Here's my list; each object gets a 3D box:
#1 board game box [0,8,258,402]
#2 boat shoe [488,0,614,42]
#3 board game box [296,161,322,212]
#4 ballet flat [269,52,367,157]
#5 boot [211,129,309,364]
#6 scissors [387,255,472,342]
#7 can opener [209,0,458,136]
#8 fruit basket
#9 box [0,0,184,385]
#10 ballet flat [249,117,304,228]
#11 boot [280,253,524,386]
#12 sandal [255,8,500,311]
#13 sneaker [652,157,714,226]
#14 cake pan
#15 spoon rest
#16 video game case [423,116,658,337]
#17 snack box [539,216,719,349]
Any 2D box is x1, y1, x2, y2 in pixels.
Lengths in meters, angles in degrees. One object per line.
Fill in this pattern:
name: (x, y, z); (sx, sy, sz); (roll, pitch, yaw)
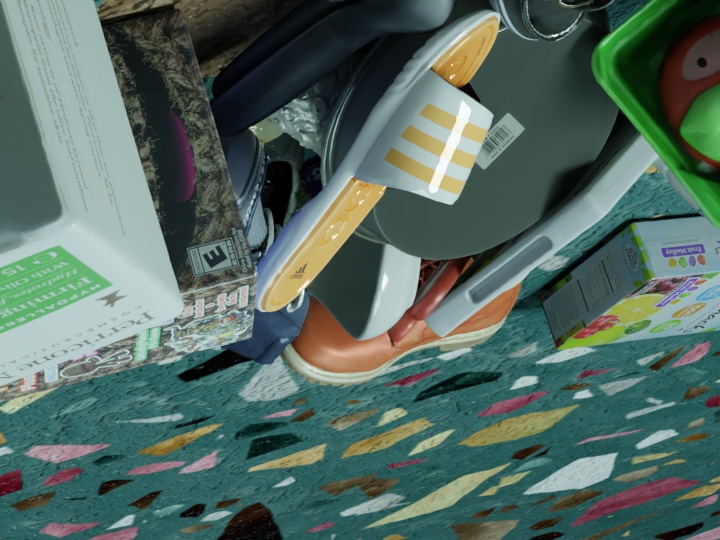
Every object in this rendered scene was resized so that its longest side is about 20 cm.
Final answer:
board game box: (-0.170, -0.028, 1.310); (0.199, 0.160, 0.097); (-15, 161, -10)
boat shoe: (0.109, -0.167, 1.264); (0.070, 0.067, 0.200); (-18, 153, -16)
board game box: (-0.051, -0.022, 1.647); (0.199, 0.032, 0.120); (-27, 157, 27)
ballet flat: (0.022, -0.083, 1.475); (0.072, 0.072, 0.200); (-28, 160, 29)
boot: (-0.064, -0.013, 1.463); (0.090, 0.073, 0.200); (17, 149, -9)
scissors: (0.082, -0.035, 1.598); (0.200, 0.014, 0.073); (-53, -178, -21)
can opener: (-0.014, -0.135, 1.320); (0.200, 0.079, 0.064); (-35, -163, 40)
fruit basket: (0.242, -0.120, 1.354); (0.215, 0.156, 0.216); (-38, 174, -5)
box: (-0.216, -0.053, 1.131); (0.198, 0.201, 0.171); (-21, 164, 8)
ballet flat: (-0.064, -0.038, 1.514); (0.066, 0.057, 0.200); (-8, 147, -7)
boot: (0.035, 0.019, 1.790); (0.199, 0.075, 0.107); (-17, 161, -31)
sandal: (0.023, -0.046, 1.323); (0.207, 0.059, 0.079); (-53, 166, 16)
sneaker: (0.262, -0.060, 1.716); (0.074, 0.087, 0.200); (-37, 163, 29)
cake pan: (0.070, -0.084, 1.428); (0.199, 0.037, 0.201); (-23, 141, -21)
spoon rest: (0.000, 0.000, 1.594); (0.060, 0.100, 0.200); (6, 172, -5)
video game case: (0.143, -0.052, 1.587); (0.200, 0.022, 0.182); (-46, -176, -42)
snack box: (0.263, 0.006, 1.975); (0.199, 0.053, 0.142); (-6, 160, -33)
